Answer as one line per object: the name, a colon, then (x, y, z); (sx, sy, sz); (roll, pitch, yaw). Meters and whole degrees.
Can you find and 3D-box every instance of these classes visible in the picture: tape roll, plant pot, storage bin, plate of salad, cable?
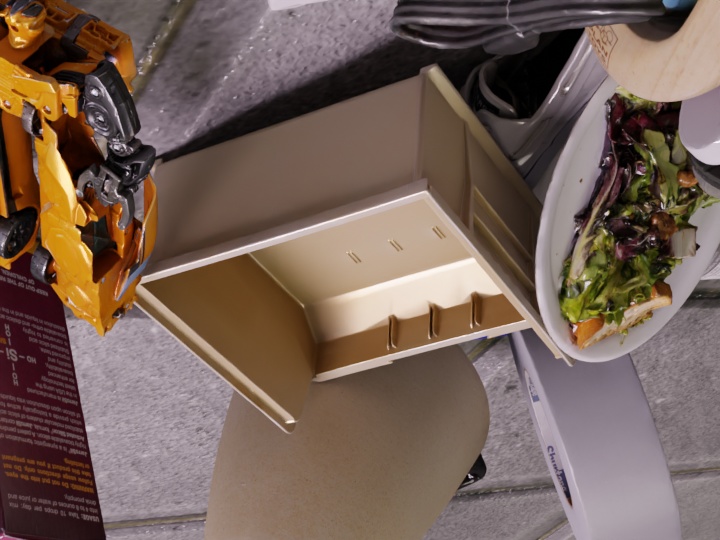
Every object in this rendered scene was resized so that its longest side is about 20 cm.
tape roll: (0.164, 0.110, 1.095); (0.066, 0.202, 0.201); (-19, 155, 1)
plant pot: (-0.026, 0.147, 1.039); (0.185, 0.201, 0.189); (11, 129, 14)
storage bin: (0.000, 0.000, 0.893); (0.198, 0.095, 0.199); (-16, 139, 26)
plate of salad: (0.171, -0.038, 0.868); (0.199, 0.048, 0.202); (-24, 126, -37)
cable: (0.074, -0.135, 0.732); (0.096, 0.051, 0.200); (4, 180, -12)

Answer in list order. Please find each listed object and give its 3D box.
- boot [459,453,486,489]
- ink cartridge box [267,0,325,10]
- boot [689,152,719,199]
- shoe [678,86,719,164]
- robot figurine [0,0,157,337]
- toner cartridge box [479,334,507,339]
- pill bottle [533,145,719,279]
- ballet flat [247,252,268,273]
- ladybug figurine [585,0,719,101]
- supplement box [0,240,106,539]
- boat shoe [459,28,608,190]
boot: (0.008, 0.121, 1.187); (0.198, 0.146, 0.072); (3, 151, -32)
ink cartridge box: (0.032, -0.202, 0.664); (0.161, 0.058, 0.200); (-12, 159, -9)
boot: (0.265, -0.052, 0.863); (0.198, 0.068, 0.131); (-23, 145, -19)
shoe: (0.246, -0.127, 0.790); (0.091, 0.201, 0.071); (33, 172, -25)
robot figurine: (-0.156, -0.061, 0.755); (0.058, 0.144, 0.201); (-50, 162, -36)
toner cartridge box: (0.089, 0.013, 1.138); (0.198, 0.044, 0.095); (-6, 151, -23)
pill bottle: (0.219, -0.050, 1.011); (0.198, 0.114, 0.113); (-3, 152, -29)
ballet flat: (-0.010, -0.028, 0.989); (0.198, 0.047, 0.068); (-16, 154, -3)
ladybug figurine: (0.168, -0.164, 0.727); (0.071, 0.137, 0.200); (-14, 155, -24)
supplement box: (-0.231, 0.086, 0.897); (0.110, 0.202, 0.085); (-28, 152, 24)
boat shoe: (0.091, -0.096, 0.890); (0.065, 0.073, 0.200); (11, 142, -38)
